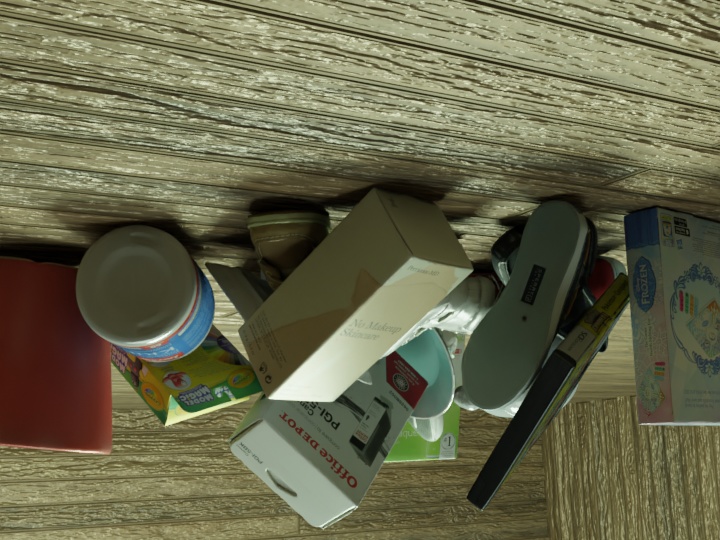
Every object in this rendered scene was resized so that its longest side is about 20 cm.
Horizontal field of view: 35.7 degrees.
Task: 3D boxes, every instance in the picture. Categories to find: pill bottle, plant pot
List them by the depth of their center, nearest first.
[{"bbox_3d":[-0.201,0.030,1.091,0.111,0.114,0.200,-3,169,1],"label":"pill bottle"},{"bbox_3d":[-0.337,0.086,1.121,0.198,0.179,0.200,6,170,1],"label":"plant pot"}]

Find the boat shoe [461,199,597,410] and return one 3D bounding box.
[{"bbox_3d":[0.164,0.037,1.027,0.070,0.202,0.091,27,-174,26],"label":"boat shoe"}]

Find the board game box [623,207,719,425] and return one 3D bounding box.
[{"bbox_3d":[0.337,0.052,1.103,0.199,0.201,0.043,8,165,-43],"label":"board game box"}]

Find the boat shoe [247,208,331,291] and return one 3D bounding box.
[{"bbox_3d":[-0.058,-0.010,1.037,0.073,0.067,0.200,-5,169,9],"label":"boat shoe"}]

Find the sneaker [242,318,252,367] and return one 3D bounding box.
[{"bbox_3d":[-0.106,0.063,1.240,0.082,0.075,0.200,32,-170,-3],"label":"sneaker"}]

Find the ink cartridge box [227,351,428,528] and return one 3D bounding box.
[{"bbox_3d":[-0.032,0.159,1.243,0.147,0.200,0.083,43,136,-9],"label":"ink cartridge box"}]

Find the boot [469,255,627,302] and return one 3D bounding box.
[{"bbox_3d":[0.196,0.022,1.268,0.143,0.073,0.200,4,171,-26],"label":"boot"}]

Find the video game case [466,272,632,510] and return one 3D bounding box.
[{"bbox_3d":[0.185,0.115,1.074,0.180,0.025,0.201,-37,157,-51],"label":"video game case"}]

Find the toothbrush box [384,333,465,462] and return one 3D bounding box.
[{"bbox_3d":[0.053,0.142,1.464,0.144,0.202,0.086,2,-176,-23],"label":"toothbrush box"}]

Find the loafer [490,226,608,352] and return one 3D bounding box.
[{"bbox_3d":[0.199,0.022,1.136,0.068,0.071,0.200,-42,134,8],"label":"loafer"}]

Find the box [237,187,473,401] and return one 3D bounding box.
[{"bbox_3d":[-0.007,0.026,0.981,0.094,0.078,0.200,9,134,-47],"label":"box"}]

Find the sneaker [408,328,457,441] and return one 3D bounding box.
[{"bbox_3d":[0.088,0.114,1.392,0.080,0.203,0.070,-16,-166,-30],"label":"sneaker"}]

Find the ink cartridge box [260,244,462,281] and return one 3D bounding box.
[{"bbox_3d":[0.000,0.000,1.163,0.198,0.045,0.094,-10,165,34],"label":"ink cartridge box"}]

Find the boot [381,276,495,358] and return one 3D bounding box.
[{"bbox_3d":[0.066,0.048,1.106,0.095,0.074,0.200,8,164,-12],"label":"boot"}]

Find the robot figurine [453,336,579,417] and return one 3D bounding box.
[{"bbox_3d":[0.182,0.111,1.276,0.169,0.114,0.200,-32,179,-12],"label":"robot figurine"}]

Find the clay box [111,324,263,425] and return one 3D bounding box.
[{"bbox_3d":[-0.202,0.095,1.221,0.114,0.048,0.200,-13,-137,-41],"label":"clay box"}]

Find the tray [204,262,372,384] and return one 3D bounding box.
[{"bbox_3d":[-0.065,0.050,1.131,0.199,0.022,0.107,31,-168,-47],"label":"tray"}]

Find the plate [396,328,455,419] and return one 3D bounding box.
[{"bbox_3d":[0.039,0.087,1.324,0.026,0.201,0.199,-38,-168,-35],"label":"plate"}]
